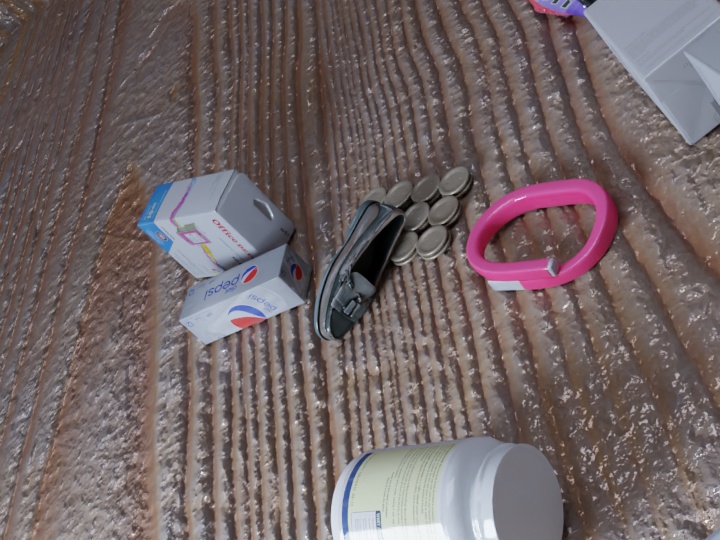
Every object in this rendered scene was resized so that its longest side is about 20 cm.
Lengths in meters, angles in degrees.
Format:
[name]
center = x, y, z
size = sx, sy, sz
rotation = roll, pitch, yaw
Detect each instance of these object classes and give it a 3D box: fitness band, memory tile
[fitness band]
center = 0.214, -0.045, 1.498
size = 0.199, 0.037, 0.144
rotation = -4, 51, 45
[memory tile]
center = 0.059, -0.065, 1.712
size = 0.199, 0.017, 0.154
rotation = -10, 48, 42

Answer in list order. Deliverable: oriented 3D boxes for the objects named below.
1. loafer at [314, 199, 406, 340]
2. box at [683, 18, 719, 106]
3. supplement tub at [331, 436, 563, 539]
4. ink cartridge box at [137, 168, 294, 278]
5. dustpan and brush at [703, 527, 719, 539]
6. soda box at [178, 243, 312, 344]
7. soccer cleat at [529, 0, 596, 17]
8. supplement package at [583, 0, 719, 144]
[loafer]
center = 0.000, 0.000, 1.647
size = 0.063, 0.072, 0.202
rotation = 9, 72, 41
[box]
center = 0.448, -0.156, 1.203
size = 0.131, 0.199, 0.200
rotation = -41, 33, 7
[supplement tub]
center = 0.085, 0.242, 1.238
size = 0.199, 0.145, 0.146
rotation = -13, 45, 40
[ink cartridge box]
center = -0.221, -0.068, 1.910
size = 0.199, 0.145, 0.085
rotation = -8, 49, 44
[dustpan and brush]
center = 0.342, 0.285, 1.000
size = 0.139, 0.057, 0.200
rotation = -41, 26, 10
[soda box]
center = -0.168, 0.036, 1.814
size = 0.199, 0.063, 0.069
rotation = -23, 38, 31
[soccer cleat]
center = 0.283, -0.387, 1.773
size = 0.074, 0.068, 0.200
rotation = -61, 32, 20
[supplement package]
center = 0.372, -0.267, 1.480
size = 0.121, 0.120, 0.201
rotation = -38, 34, 14
